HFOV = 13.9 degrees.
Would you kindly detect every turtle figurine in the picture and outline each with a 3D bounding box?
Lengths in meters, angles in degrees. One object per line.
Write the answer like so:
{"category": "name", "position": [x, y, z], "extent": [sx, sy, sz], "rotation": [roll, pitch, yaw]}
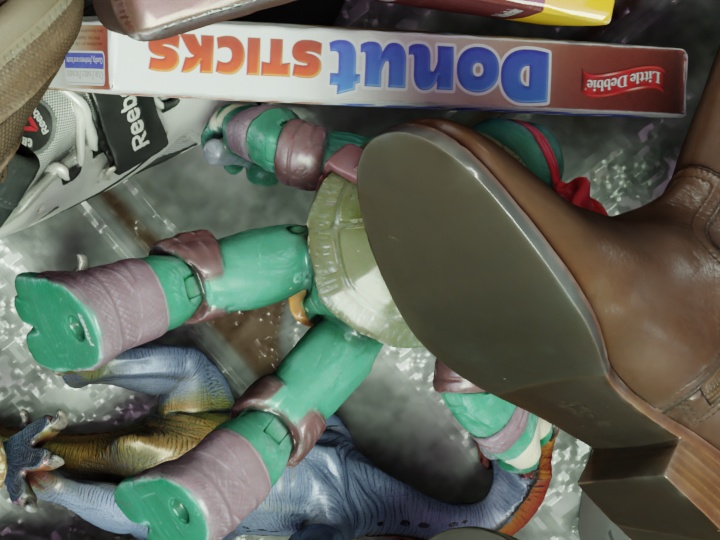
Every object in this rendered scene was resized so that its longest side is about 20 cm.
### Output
{"category": "turtle figurine", "position": [0.000, 0.000, 0.908], "extent": [0.200, 0.101, 0.150], "rotation": [-30, 75, -31]}

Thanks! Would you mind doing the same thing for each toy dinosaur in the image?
{"category": "toy dinosaur", "position": [-0.031, 0.057, 1.007], "extent": [0.181, 0.200, 0.105], "rotation": [22, 69, -34]}

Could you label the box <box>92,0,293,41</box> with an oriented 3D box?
{"category": "box", "position": [-0.005, -0.154, 0.696], "extent": [0.164, 0.200, 0.166], "rotation": [-17, 97, -5]}

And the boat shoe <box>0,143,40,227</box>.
{"category": "boat shoe", "position": [-0.176, -0.080, 0.886], "extent": [0.057, 0.069, 0.200], "rotation": [-43, 86, 8]}

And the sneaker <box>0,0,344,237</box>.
{"category": "sneaker", "position": [-0.091, -0.052, 0.944], "extent": [0.200, 0.089, 0.074], "rotation": [-28, 106, 4]}

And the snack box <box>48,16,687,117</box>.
{"category": "snack box", "position": [0.000, -0.063, 0.914], "extent": [0.199, 0.072, 0.024], "rotation": [1, 93, -29]}

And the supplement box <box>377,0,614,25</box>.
{"category": "supplement box", "position": [-0.019, -0.183, 0.860], "extent": [0.199, 0.133, 0.198], "rotation": [9, 94, -6]}

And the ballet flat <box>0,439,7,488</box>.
{"category": "ballet flat", "position": [-0.191, 0.078, 0.905], "extent": [0.200, 0.065, 0.071], "rotation": [-26, 144, -34]}

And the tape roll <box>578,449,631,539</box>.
{"category": "tape roll", "position": [0.182, 0.103, 0.984], "extent": [0.202, 0.139, 0.203], "rotation": [-1, 108, -3]}

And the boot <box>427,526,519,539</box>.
{"category": "boot", "position": [0.048, 0.177, 0.953], "extent": [0.150, 0.073, 0.201], "rotation": [6, 104, -49]}

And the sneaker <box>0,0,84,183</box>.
{"category": "sneaker", "position": [-0.144, -0.006, 0.831], "extent": [0.200, 0.070, 0.076], "rotation": [-43, 121, -1]}

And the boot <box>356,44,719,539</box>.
{"category": "boot", "position": [0.095, -0.041, 0.867], "extent": [0.187, 0.064, 0.200], "rotation": [51, 55, -33]}
